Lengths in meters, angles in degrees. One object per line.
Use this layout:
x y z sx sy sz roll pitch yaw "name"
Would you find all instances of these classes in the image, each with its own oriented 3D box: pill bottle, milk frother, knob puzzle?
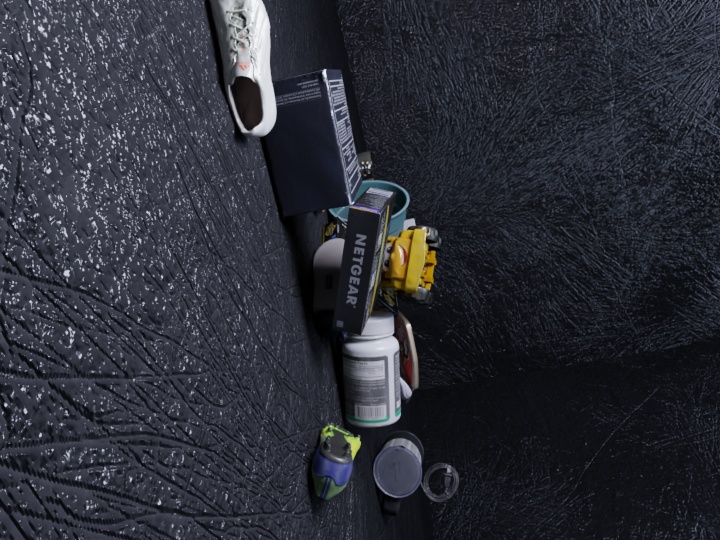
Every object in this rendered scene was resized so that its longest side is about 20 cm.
0.021 0.186 1.128 0.113 0.111 0.204 -56 145 -81 "pill bottle"
0.141 0.499 1.442 0.188 0.196 0.184 25 59 -81 "milk frother"
0.078 0.174 1.297 0.219 0.030 0.224 169 -90 -74 "knob puzzle"

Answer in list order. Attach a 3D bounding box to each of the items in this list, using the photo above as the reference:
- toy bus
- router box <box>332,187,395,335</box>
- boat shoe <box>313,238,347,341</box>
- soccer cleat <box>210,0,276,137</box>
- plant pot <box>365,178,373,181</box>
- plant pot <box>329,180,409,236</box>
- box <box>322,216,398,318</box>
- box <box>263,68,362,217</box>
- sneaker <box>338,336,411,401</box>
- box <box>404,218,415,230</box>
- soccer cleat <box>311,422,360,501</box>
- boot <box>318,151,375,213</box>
0.053 -0.019 1.123 0.200 0.189 0.138 30 71 -78 "toy bus"
0.007 -0.020 0.961 0.157 0.051 0.203 -58 158 -69 "router box"
-0.051 0.037 1.090 0.202 0.073 0.094 -82 169 -46 "boat shoe"
-0.145 -0.268 0.731 0.078 0.068 0.203 -75 157 -69 "soccer cleat"
0.015 -0.186 1.869 0.201 0.091 0.204 -10 90 -84 "plant pot"
0.027 -0.089 1.459 0.202 0.197 0.198 -92 176 -53 "plant pot"
0.000 0.000 1.264 0.200 0.049 0.161 40 31 -32 "box"
-0.078 -0.211 0.953 0.200 0.121 0.202 -73 152 -72 "box"
0.007 0.231 1.224 0.200 0.114 0.075 43 -6 -12 "sneaker"
0.074 -0.056 1.700 0.125 0.197 0.099 72 10 -51 "box"
-0.041 0.282 0.874 0.200 0.064 0.085 55 54 -84 "soccer cleat"
-0.034 -0.203 1.261 0.202 0.136 0.078 -90 168 -51 "boot"
